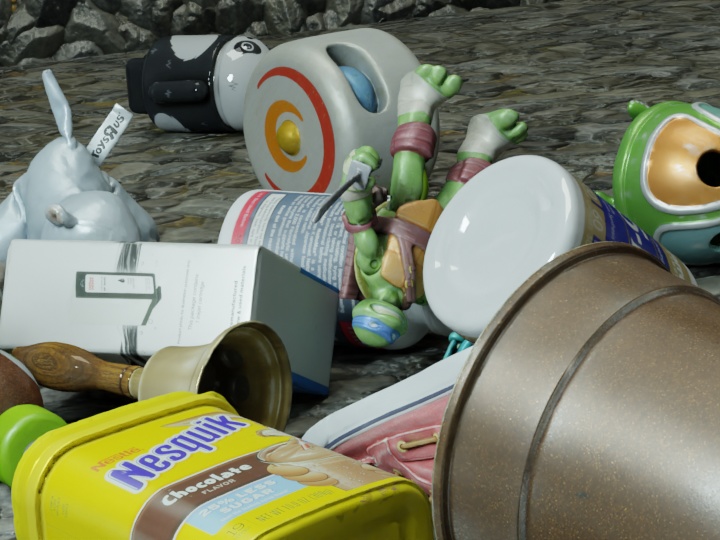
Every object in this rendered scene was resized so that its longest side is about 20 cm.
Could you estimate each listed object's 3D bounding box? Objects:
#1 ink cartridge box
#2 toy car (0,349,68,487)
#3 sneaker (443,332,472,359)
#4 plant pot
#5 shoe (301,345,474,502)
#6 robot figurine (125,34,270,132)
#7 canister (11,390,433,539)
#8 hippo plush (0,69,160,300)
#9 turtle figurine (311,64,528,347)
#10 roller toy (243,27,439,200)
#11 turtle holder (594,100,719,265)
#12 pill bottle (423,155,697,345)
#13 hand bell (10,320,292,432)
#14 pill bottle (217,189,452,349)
[{"bbox_3d":[-0.135,0.033,1.394,0.199,0.085,0.146,1,-11,23],"label":"ink cartridge box"},{"bbox_3d":[-0.286,0.040,1.266,0.157,0.201,0.164,-13,17,-32],"label":"toy car"},{"bbox_3d":[0.087,0.072,1.291,0.077,0.080,0.200,-2,14,8],"label":"sneaker"},{"bbox_3d":[0.172,0.107,0.936,0.200,0.202,0.198,-16,26,-40],"label":"plant pot"},{"bbox_3d":[0.042,0.113,1.167,0.071,0.091,0.200,-5,-19,-43],"label":"shoe"},{"bbox_3d":[-0.197,-0.238,2.480,0.199,0.125,0.151,3,54,25],"label":"robot figurine"},{"bbox_3d":[-0.075,0.137,1.069,0.148,0.087,0.199,-16,20,-39],"label":"canister"},{"bbox_3d":[-0.212,-0.022,1.574,0.159,0.201,0.161,25,8,-33],"label":"hippo plush"},{"bbox_3d":[0.060,-0.047,1.359,0.143,0.195,0.200,15,-26,8],"label":"turtle figurine"},{"bbox_3d":[-0.026,-0.143,1.947,0.139,0.184,0.199,-16,19,-37],"label":"roller toy"},{"bbox_3d":[0.300,-0.060,1.686,0.131,0.186,0.141,9,51,43],"label":"turtle holder"},{"bbox_3d":[0.144,0.024,1.233,0.200,0.120,0.119,33,-12,-38],"label":"pill bottle"},{"bbox_3d":[-0.154,0.071,1.288,0.199,0.105,0.104,9,19,33],"label":"hand bell"},{"bbox_3d":[0.000,0.000,1.514,0.199,0.120,0.119,3,16,25],"label":"pill bottle"}]
